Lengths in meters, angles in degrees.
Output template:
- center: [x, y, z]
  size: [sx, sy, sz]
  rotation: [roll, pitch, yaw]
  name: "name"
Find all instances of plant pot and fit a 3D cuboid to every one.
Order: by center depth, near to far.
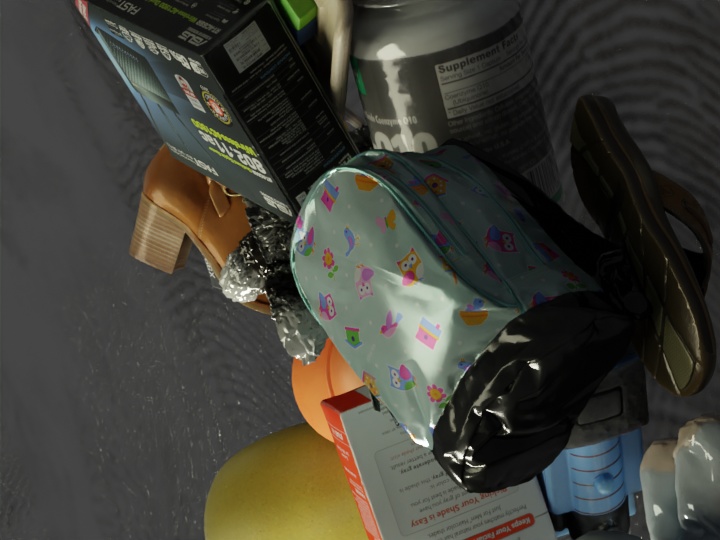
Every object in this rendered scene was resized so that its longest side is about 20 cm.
- center: [-0.007, 0.197, 1.994]
  size: [0.142, 0.199, 0.201]
  rotation: [-44, 68, 44]
  name: "plant pot"

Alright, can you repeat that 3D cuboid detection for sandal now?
- center: [0.175, -0.021, 1.442]
  size: [0.082, 0.054, 0.201]
  rotation: [102, 155, -49]
  name: "sandal"

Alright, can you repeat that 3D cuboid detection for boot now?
- center: [-0.082, -0.053, 2.026]
  size: [0.074, 0.199, 0.156]
  rotation: [-89, 20, -78]
  name: "boot"

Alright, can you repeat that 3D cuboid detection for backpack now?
- center: [0.054, 0.012, 1.446]
  size: [0.200, 0.126, 0.167]
  rotation: [53, 125, 28]
  name: "backpack"

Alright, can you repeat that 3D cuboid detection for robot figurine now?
- center: [0.019, 0.078, 1.863]
  size: [0.145, 0.116, 0.200]
  rotation: [70, 162, -1]
  name: "robot figurine"

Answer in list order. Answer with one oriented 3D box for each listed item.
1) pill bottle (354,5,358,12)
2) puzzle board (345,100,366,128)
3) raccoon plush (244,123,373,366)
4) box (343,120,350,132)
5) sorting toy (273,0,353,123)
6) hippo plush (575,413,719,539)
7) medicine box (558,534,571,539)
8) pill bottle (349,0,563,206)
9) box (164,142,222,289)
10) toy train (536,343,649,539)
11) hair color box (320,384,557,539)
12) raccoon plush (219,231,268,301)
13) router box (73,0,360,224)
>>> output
- center: [-0.039, -0.236, 1.661]
  size: [0.200, 0.119, 0.121]
  rotation: [29, 138, 61]
  name: "pill bottle"
- center: [-0.065, -0.168, 1.776]
  size: [0.151, 0.017, 0.200]
  rotation: [49, -176, 9]
  name: "puzzle board"
- center: [0.008, -0.021, 1.619]
  size: [0.097, 0.133, 0.201]
  rotation: [52, -166, -40]
  name: "raccoon plush"
- center: [-0.045, -0.089, 1.910]
  size: [0.201, 0.070, 0.064]
  rotation: [63, 158, 12]
  name: "box"
- center: [-0.073, -0.188, 1.556]
  size: [0.200, 0.036, 0.185]
  rotation: [52, 167, 14]
  name: "sorting toy"
- center: [0.182, 0.199, 1.488]
  size: [0.159, 0.160, 0.201]
  rotation: [31, 139, 59]
  name: "hippo plush"
- center: [0.114, 0.257, 1.822]
  size: [0.200, 0.102, 0.183]
  rotation: [40, 147, 51]
  name: "medicine box"
- center: [0.054, -0.120, 1.550]
  size: [0.113, 0.112, 0.201]
  rotation: [26, 135, 62]
  name: "pill bottle"
- center: [-0.114, -0.077, 2.140]
  size: [0.158, 0.049, 0.201]
  rotation: [12, 122, 67]
  name: "box"
- center: [0.138, 0.094, 1.575]
  size: [0.115, 0.086, 0.201]
  rotation: [-113, 12, -54]
  name: "toy train"
- center: [0.061, 0.160, 1.578]
  size: [0.064, 0.110, 0.201]
  rotation: [-160, 50, -77]
  name: "hair color box"
- center: [0.000, 0.000, 1.772]
  size: [0.200, 0.096, 0.135]
  rotation: [-48, 59, 37]
  name: "raccoon plush"
- center: [-0.093, -0.122, 1.597]
  size: [0.200, 0.062, 0.150]
  rotation: [30, 157, 54]
  name: "router box"
